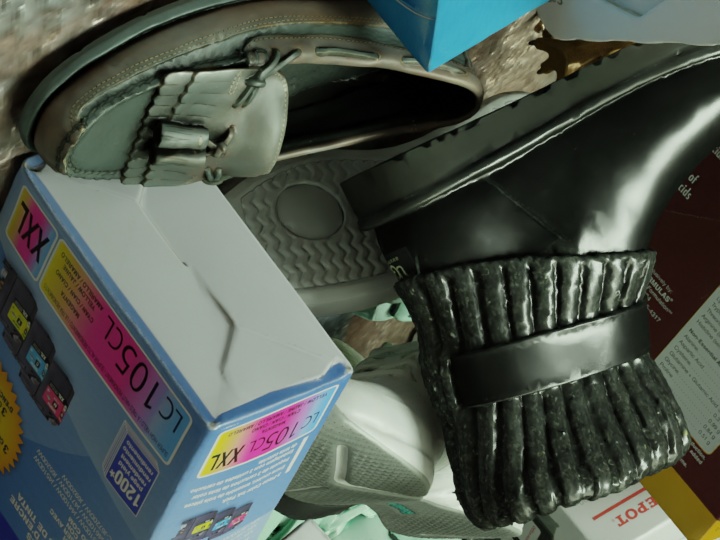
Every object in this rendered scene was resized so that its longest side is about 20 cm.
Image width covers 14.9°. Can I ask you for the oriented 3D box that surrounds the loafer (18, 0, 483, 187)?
[{"bbox_3d":[-0.032,-0.067,1.026,0.200,0.063,0.072,-21,153,-40],"label":"loafer"}]

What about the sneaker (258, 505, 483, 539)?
[{"bbox_3d":[-0.018,0.125,1.364,0.200,0.118,0.074,-11,147,-49],"label":"sneaker"}]

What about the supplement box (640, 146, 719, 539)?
[{"bbox_3d":[0.189,-0.017,1.308,0.133,0.197,0.200,-12,147,-51],"label":"supplement box"}]

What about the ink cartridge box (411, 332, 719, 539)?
[{"bbox_3d":[0.123,0.100,1.430,0.116,0.200,0.068,-26,156,-31],"label":"ink cartridge box"}]

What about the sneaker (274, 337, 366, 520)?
[{"bbox_3d":[-0.028,0.076,1.254,0.111,0.077,0.200,-21,174,28],"label":"sneaker"}]

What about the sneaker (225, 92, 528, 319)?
[{"bbox_3d":[0.000,0.000,1.185,0.200,0.074,0.118,-21,156,-36],"label":"sneaker"}]

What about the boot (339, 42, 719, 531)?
[{"bbox_3d":[0.108,-0.002,1.101,0.211,0.158,0.079,-25,179,-12],"label":"boot"}]

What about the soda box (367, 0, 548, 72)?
[{"bbox_3d":[0.039,-0.158,0.959,0.068,0.064,0.200,-32,157,-18],"label":"soda box"}]

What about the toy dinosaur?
[{"bbox_3d":[0.126,-0.124,1.163,0.106,0.060,0.200,-23,-177,-28],"label":"toy dinosaur"}]

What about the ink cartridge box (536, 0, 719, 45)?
[{"bbox_3d":[0.171,-0.165,1.044,0.200,0.083,0.147,-29,-161,-25],"label":"ink cartridge box"}]

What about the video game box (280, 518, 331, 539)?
[{"bbox_3d":[-0.099,0.208,1.261,0.200,0.047,0.182,-40,178,-22],"label":"video game box"}]

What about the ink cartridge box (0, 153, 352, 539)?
[{"bbox_3d":[-0.098,0.061,1.073,0.076,0.136,0.200,-19,151,-37],"label":"ink cartridge box"}]

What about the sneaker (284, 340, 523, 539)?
[{"bbox_3d":[0.013,0.061,1.139,0.070,0.080,0.200,-1,167,22],"label":"sneaker"}]
